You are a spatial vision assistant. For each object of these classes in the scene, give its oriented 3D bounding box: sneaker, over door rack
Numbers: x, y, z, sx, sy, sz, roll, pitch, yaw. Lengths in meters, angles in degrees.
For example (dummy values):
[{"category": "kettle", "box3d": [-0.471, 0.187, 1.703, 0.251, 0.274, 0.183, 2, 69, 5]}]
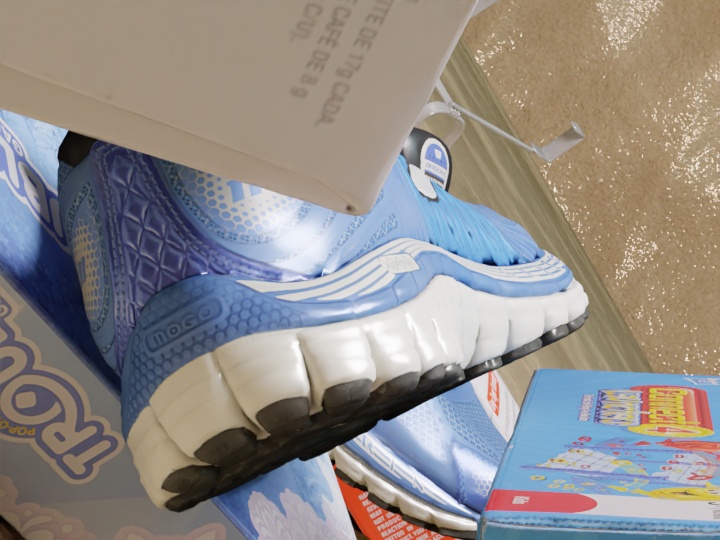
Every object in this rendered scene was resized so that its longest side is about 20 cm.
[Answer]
[{"category": "sneaker", "box3d": [-0.008, -0.010, 0.527, 0.089, 0.078, 0.200, 65, 11, 5]}, {"category": "sneaker", "box3d": [0.000, 0.000, 0.772, 0.200, 0.089, 0.079, 53, 7, 16]}, {"category": "over door rack", "box3d": [0.057, -0.142, 1.735, 0.200, 0.067, 0.148, 4, 53, -55]}]

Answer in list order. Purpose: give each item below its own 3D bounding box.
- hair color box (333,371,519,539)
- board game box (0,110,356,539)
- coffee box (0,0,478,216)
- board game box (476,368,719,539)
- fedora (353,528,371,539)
[{"category": "hair color box", "box3d": [0.052, 0.107, 0.884, 0.200, 0.061, 0.102, 60, 8, -6]}, {"category": "board game box", "box3d": [-0.072, -0.007, 0.597, 0.200, 0.043, 0.199, 52, 12, -41]}, {"category": "coffee box", "box3d": [-0.064, -0.164, 0.408, 0.199, 0.200, 0.198, 16, 29, -23]}, {"category": "board game box", "box3d": [0.055, 0.129, 0.502, 0.200, 0.056, 0.197, -39, 131, -81]}, {"category": "fedora", "box3d": [0.059, 0.147, 0.700, 0.201, 0.082, 0.201, 58, 7, -12]}]
